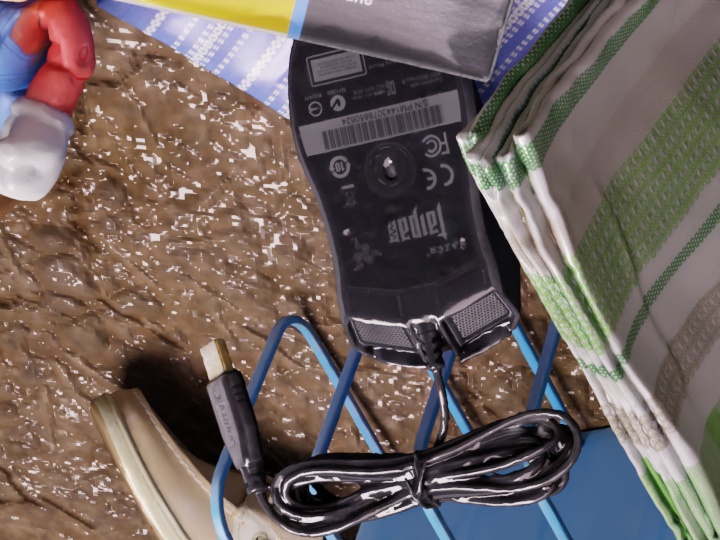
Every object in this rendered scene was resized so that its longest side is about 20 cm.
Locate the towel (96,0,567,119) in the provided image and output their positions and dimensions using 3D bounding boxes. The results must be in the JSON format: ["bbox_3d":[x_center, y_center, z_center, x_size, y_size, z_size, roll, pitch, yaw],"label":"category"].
[{"bbox_3d":[0.010,-0.094,1.028,0.200,0.024,0.145,31,135,-13],"label":"towel"}]

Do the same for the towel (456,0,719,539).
[{"bbox_3d":[0.121,-0.017,0.975,0.031,0.149,0.200,4,136,45],"label":"towel"}]

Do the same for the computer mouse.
[{"bbox_3d":[0.000,0.000,1.027,0.140,0.046,0.201,-18,88,22],"label":"computer mouse"}]

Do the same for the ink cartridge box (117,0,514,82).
[{"bbox_3d":[-0.026,-0.175,0.892,0.197,0.047,0.201,12,121,-4],"label":"ink cartridge box"}]

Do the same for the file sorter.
[{"bbox_3d":[0.058,0.079,1.101,0.199,0.139,0.123,-12,125,27],"label":"file sorter"}]

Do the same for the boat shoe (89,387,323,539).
[{"bbox_3d":[-0.047,0.119,1.230,0.065,0.072,0.200,-37,114,0],"label":"boat shoe"}]

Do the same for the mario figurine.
[{"bbox_3d":[-0.150,-0.103,1.015,0.123,0.106,0.200,23,137,-2],"label":"mario figurine"}]
